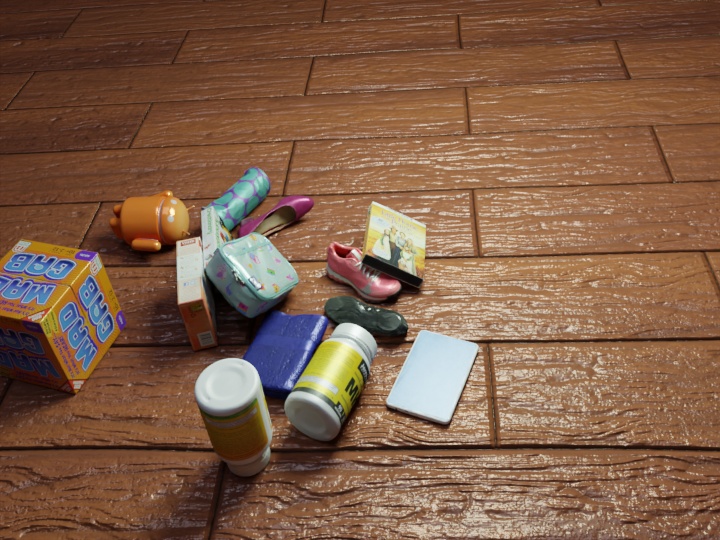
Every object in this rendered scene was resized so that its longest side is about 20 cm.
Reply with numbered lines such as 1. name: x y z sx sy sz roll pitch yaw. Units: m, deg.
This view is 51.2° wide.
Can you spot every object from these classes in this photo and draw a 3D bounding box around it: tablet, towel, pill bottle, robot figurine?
1. tablet: 0.141 0.201 1.445 0.127 0.014 0.202 13 45 21
2. towel: -0.157 0.169 1.498 0.144 0.050 0.202 4 43 22
3. pill bottle: -0.210 0.259 1.287 0.108 0.204 0.113 -4 41 3
4. pill bottle: -0.049 0.201 1.393 0.112 0.116 0.202 14 46 21
5. robot figurine: -0.496 -0.120 1.798 0.194 0.120 0.144 0 18 7

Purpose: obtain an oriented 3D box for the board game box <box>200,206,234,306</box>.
1. board game box: -0.309 -0.033 1.671 0.034 0.127 0.202 -23 42 6

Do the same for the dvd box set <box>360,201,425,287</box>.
1. dvd box set: 0.077 -0.061 1.668 0.143 0.030 0.202 24 37 -11

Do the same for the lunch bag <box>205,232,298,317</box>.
1. lunch bag: -0.225 0.003 1.564 0.161 0.077 0.199 50 23 4

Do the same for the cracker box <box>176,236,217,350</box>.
1. cracker box: -0.345 0.047 1.584 0.056 0.136 0.202 -12 43 -5

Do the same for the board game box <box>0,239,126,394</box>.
1. board game box: -0.635 0.090 1.525 0.194 0.204 0.202 9 43 17

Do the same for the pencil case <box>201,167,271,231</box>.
1. pencil case: -0.308 -0.170 1.852 0.091 0.087 0.200 20 48 26

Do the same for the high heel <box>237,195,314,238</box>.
1. high heel: -0.198 -0.113 1.788 0.196 0.068 0.097 -24 32 3

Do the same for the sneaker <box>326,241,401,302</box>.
1. sneaker: 0.000 0.000 1.625 0.197 0.088 0.074 24 50 29

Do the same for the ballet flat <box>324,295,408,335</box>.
1. ballet flat: 0.008 0.101 1.556 0.196 0.057 0.068 15 74 29
